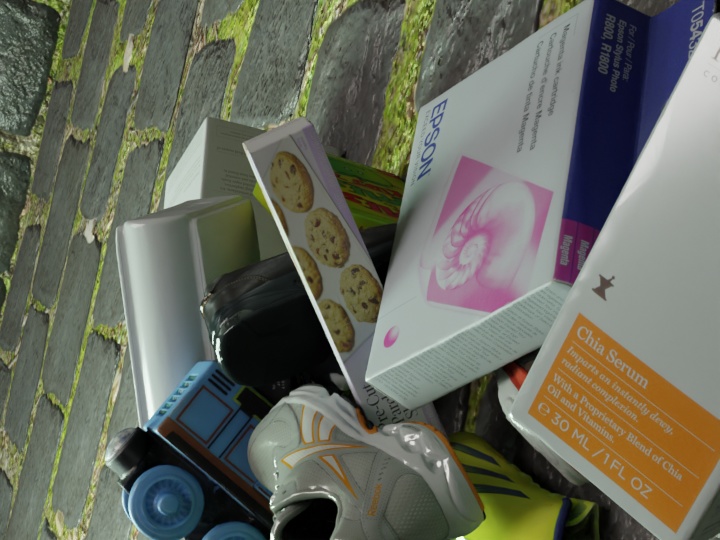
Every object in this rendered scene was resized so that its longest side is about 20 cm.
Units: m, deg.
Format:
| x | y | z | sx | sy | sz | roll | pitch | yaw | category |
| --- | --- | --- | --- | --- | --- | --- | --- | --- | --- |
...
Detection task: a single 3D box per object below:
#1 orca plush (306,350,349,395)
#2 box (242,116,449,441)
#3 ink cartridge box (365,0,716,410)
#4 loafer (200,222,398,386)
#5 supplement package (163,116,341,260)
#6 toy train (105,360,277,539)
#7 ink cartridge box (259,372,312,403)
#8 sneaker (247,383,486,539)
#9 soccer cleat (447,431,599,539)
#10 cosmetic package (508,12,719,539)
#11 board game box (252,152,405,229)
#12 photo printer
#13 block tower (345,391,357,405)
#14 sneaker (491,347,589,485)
| x | y | z | sx | sy | sz | roll | pitch | yaw | category |
| --- | --- | --- | --- | --- | --- | --- | --- | --- | --- |
| -0.005 | 0.035 | 1.087 | 0.071 | 0.105 | 0.200 | 58 | -176 | 3 | orca plush |
| -0.007 | 0.013 | 0.905 | 0.039 | 0.041 | 0.201 | -127 | 14 | -74 | box |
| 0.091 | -0.047 | 0.847 | 0.200 | 0.043 | 0.197 | -32 | 35 | 44 | ink cartridge box |
| 0.000 | 0.000 | 0.972 | 0.072 | 0.199 | 0.073 | -123 | 22 | -50 | loafer |
| -0.094 | 0.001 | 1.320 | 0.120 | 0.121 | 0.201 | 133 | 144 | -55 | supplement package |
| -0.061 | 0.149 | 1.015 | 0.114 | 0.200 | 0.087 | -50 | 8 | -10 | toy train |
| -0.043 | 0.103 | 1.162 | 0.200 | 0.039 | 0.100 | 71 | -164 | -58 | ink cartridge box |
| -0.024 | 0.118 | 0.883 | 0.200 | 0.092 | 0.076 | 2 | 120 | 60 | sneaker |
| 0.090 | 0.140 | 0.865 | 0.084 | 0.065 | 0.200 | -41 | 25 | 10 | soccer cleat |
| 0.153 | 0.005 | 0.673 | 0.101 | 0.071 | 0.201 | 38 | 120 | 28 | cosmetic package |
| 0.001 | -0.033 | 1.114 | 0.048 | 0.101 | 0.200 | -69 | 21 | 11 | board game box |
| -0.107 | 0.055 | 1.127 | 0.166 | 0.069 | 0.201 | -34 | -61 | -78 | photo printer |
| -0.023 | 0.173 | 1.101 | 0.058 | 0.054 | 0.201 | -41 | -22 | -60 | block tower |
| 0.108 | 0.036 | 0.870 | 0.082 | 0.077 | 0.200 | -43 | 28 | 10 | sneaker |
